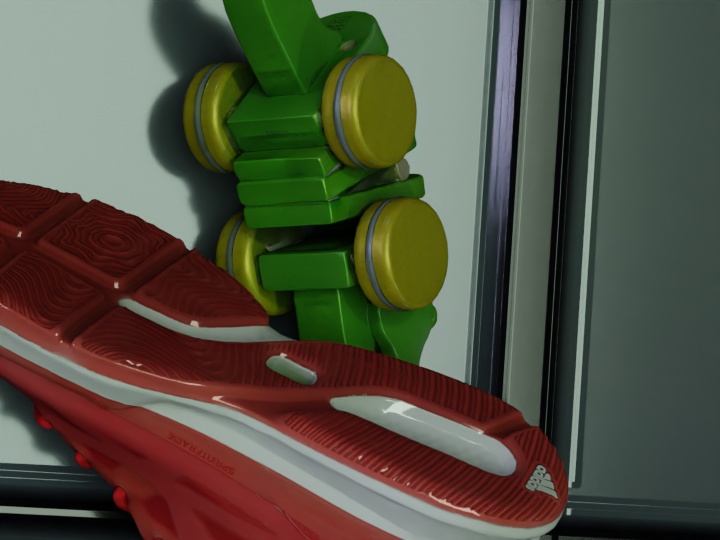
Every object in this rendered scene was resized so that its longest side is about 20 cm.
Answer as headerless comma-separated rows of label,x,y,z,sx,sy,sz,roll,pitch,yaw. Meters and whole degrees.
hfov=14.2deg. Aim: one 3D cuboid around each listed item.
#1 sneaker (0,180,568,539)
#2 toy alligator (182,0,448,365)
sneaker,-0.053,0.062,0.765,0.199,0.078,0.116,27,118,16
toy alligator,0.000,0.000,0.795,0.054,0.059,0.201,-31,113,-50
